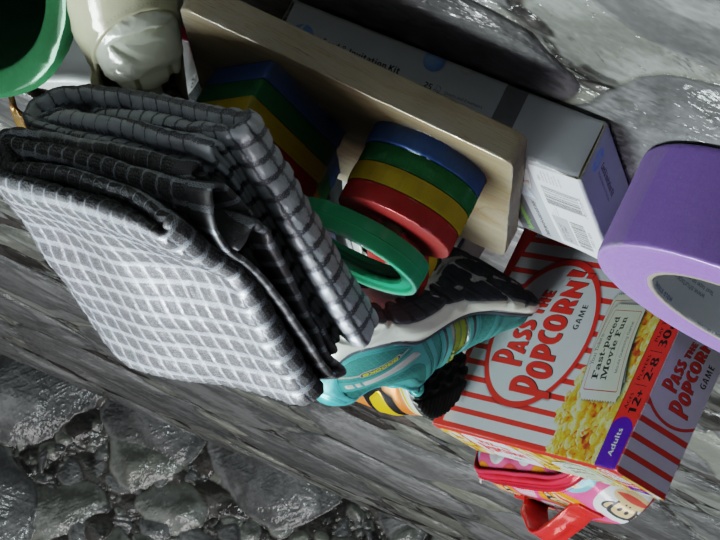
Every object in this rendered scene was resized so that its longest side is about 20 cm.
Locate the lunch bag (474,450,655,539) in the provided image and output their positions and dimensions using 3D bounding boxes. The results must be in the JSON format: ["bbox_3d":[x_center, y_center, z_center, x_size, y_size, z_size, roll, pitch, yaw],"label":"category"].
[{"bbox_3d":[0.155,0.101,1.840,0.082,0.176,0.200,29,169,-16],"label":"lunch bag"}]

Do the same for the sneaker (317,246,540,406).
[{"bbox_3d":[0.034,0.033,1.661,0.078,0.080,0.200,35,-152,28],"label":"sneaker"}]

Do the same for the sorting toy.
[{"bbox_3d":[-0.013,-0.061,1.534,0.200,0.070,0.199,26,168,8],"label":"sorting toy"}]

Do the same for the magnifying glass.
[{"bbox_3d":[-0.046,-0.026,1.533,0.200,0.022,0.080,19,164,38],"label":"magnifying glass"}]

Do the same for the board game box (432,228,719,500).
[{"bbox_3d":[0.145,0.052,1.693,0.046,0.152,0.200,31,168,-30],"label":"board game box"}]

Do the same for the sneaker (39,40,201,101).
[{"bbox_3d":[-0.170,-0.130,1.789,0.200,0.073,0.112,20,169,30],"label":"sneaker"}]

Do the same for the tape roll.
[{"bbox_3d":[0.233,0.006,1.490,0.200,0.066,0.200,25,170,5],"label":"tape roll"}]

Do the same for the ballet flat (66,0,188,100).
[{"bbox_3d":[-0.123,-0.118,1.534,0.069,0.069,0.200,24,157,12],"label":"ballet flat"}]

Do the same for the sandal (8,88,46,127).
[{"bbox_3d":[-0.228,-0.112,2.071,0.082,0.055,0.200,18,167,40],"label":"sandal"}]

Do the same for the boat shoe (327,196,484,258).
[{"bbox_3d":[0.001,-0.042,1.796,0.093,0.075,0.200,27,170,-29],"label":"boat shoe"}]

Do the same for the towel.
[{"bbox_3d":[-0.103,-0.011,1.501,0.200,0.086,0.166,14,143,47],"label":"towel"}]

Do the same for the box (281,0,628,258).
[{"bbox_3d":[0.056,-0.078,1.578,0.200,0.041,0.156,22,168,19],"label":"box"}]

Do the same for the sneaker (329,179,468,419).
[{"bbox_3d":[0.000,0.000,1.731,0.090,0.070,0.200,-3,107,45],"label":"sneaker"}]

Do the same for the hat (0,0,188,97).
[{"bbox_3d":[-0.192,-0.206,1.616,0.166,0.176,0.200,18,127,23],"label":"hat"}]
